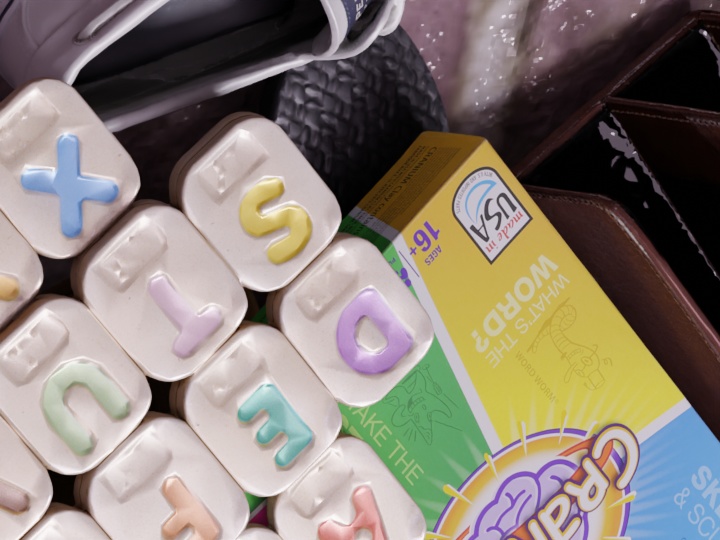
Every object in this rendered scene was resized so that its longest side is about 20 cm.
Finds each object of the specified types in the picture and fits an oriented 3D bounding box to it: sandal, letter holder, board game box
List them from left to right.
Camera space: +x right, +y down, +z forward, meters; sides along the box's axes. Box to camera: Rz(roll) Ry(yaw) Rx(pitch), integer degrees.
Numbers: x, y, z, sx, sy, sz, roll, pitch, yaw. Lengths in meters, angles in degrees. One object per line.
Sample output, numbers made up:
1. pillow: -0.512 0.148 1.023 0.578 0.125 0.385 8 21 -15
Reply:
1. sandal: 0.000 0.000 1.013 0.075 0.045 0.200 -33 124 -27
2. board game box: 0.039 0.078 0.982 0.153 0.040 0.200 -48 116 -18
3. letter holder: 0.163 0.023 1.010 0.101 0.142 0.200 -41 111 -15

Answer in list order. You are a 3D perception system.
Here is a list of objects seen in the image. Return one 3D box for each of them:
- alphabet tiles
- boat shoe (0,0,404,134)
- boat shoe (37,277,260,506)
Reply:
1. alphabet tiles: -0.073 0.051 0.882 0.200 0.015 0.196 -44 113 -14
2. boat shoe: -0.015 -0.092 0.917 0.200 0.065 0.074 -27 136 -10
3. boat shoe: -0.110 0.066 0.998 0.200 0.074 0.066 -38 163 8
